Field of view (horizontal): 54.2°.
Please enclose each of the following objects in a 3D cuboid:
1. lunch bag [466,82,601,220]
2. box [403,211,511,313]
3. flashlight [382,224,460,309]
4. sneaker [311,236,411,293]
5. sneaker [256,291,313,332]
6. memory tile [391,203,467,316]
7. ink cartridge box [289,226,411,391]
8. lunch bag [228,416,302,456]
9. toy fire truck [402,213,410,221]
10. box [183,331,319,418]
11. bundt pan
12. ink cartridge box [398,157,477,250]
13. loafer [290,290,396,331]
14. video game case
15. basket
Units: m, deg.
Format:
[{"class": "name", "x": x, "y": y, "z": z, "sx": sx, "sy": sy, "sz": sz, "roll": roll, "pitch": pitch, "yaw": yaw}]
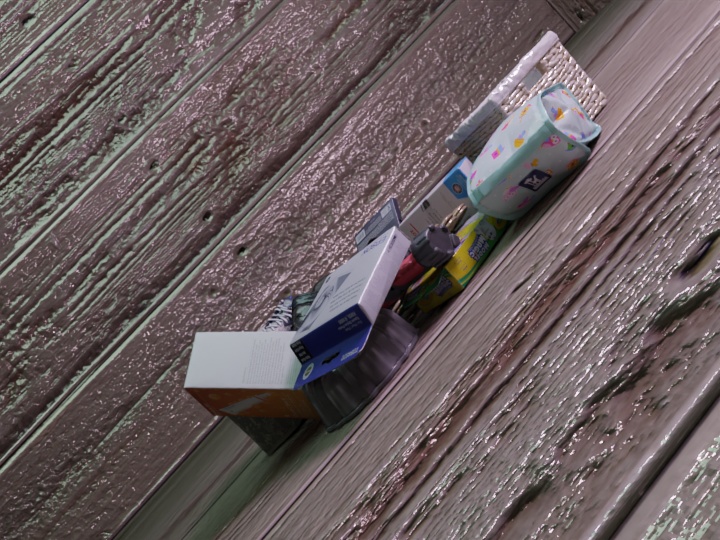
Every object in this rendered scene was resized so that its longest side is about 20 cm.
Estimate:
[{"class": "lunch bag", "x": 0.247, "y": -0.171, "z": 1.032, "sx": 0.170, "sy": 0.122, "sz": 0.200, "roll": -43, "pitch": -1, "yaw": 34}, {"class": "box", "x": 0.148, "y": -0.015, "z": 1.078, "sx": 0.200, "sy": 0.048, "sz": 0.117, "roll": -47, "pitch": 3, "yaw": -34}, {"class": "flashlight", "x": 0.060, "y": 0.001, "z": 1.047, "sx": 0.200, "sy": 0.068, "sz": 0.068, "roll": -44, "pitch": 10, "yaw": 49}, {"class": "sneaker", "x": 0.000, "y": 0.000, "z": 1.214, "sx": 0.194, "sy": 0.078, "sz": 0.115, "roll": -14, "pitch": -32, "yaw": 8}, {"class": "sneaker", "x": -0.135, "y": 0.091, "z": 1.269, "sx": 0.198, "sy": 0.076, "sz": 0.087, "roll": -26, "pitch": -56, "yaw": -43}, {"class": "memory tile", "x": 0.109, "y": -0.011, "z": 1.158, "sx": 0.153, "sy": 0.017, "sz": 0.203, "roll": -43, "pitch": -19, "yaw": -51}, {"class": "ink cartridge box", "x": -0.026, "y": 0.055, "z": 0.996, "sx": 0.199, "sy": 0.040, "sz": 0.202, "roll": -35, "pitch": 23, "yaw": 49}, {"class": "lunch bag", "x": -0.169, "y": 0.215, "z": 1.337, "sx": 0.118, "sy": 0.164, "sz": 0.200, "roll": -46, "pitch": 3, "yaw": 29}, {"class": "toy fire truck", "x": 0.132, "y": -0.094, "z": 1.431, "sx": 0.141, "sy": 0.194, "sz": 0.050, "roll": 44, "pitch": -133, "yaw": -71}, {"class": "box", "x": -0.163, "y": 0.169, "z": 1.136, "sx": 0.125, "sy": 0.194, "sz": 0.100, "roll": 67, "pitch": -154, "yaw": -56}, {"class": "bundt pan", "x": -0.007, "y": 0.134, "z": 1.033, "sx": 0.202, "sy": 0.076, "sz": 0.202, "roll": -47, "pitch": 4, "yaw": 4}, {"class": "ink cartridge box", "x": 0.150, "y": -0.084, "z": 1.241, "sx": 0.200, "sy": 0.116, "sz": 0.068, "roll": -43, "pitch": 3, "yaw": 33}, {"class": "loafer", "x": -0.027, "y": 0.071, "z": 1.181, "sx": 0.196, "sy": 0.073, "sz": 0.074, "roll": -16, "pitch": 44, "yaw": 22}, {"class": "video game case", "x": 0.051, "y": -0.023, "z": 1.428, "sx": 0.019, "sy": 0.204, "sz": 0.143, "roll": 7, "pitch": -35, "yaw": -36}, {"class": "basket", "x": 0.289, "y": -0.265, "z": 1.247, "sx": 0.199, "sy": 0.161, "sz": 0.200, "roll": -47, "pitch": 4, "yaw": -21}]
